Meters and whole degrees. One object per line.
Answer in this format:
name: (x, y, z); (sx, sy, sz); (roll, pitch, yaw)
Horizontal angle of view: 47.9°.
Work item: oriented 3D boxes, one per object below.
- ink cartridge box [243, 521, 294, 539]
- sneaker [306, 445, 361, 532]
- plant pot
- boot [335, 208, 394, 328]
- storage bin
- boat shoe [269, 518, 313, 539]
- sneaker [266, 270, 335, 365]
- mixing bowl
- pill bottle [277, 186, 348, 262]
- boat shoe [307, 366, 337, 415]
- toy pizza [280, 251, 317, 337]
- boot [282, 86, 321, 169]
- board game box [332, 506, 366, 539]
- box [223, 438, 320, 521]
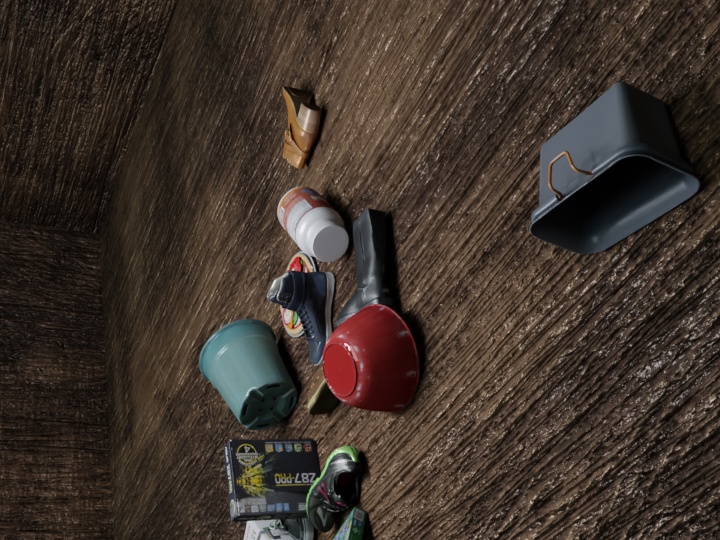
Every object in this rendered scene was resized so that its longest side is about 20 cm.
ink cartridge box: (-0.193, 0.650, 1.791); (0.200, 0.083, 0.148); (26, 106, 60)
sneaker: (-0.051, 0.439, 1.587); (0.084, 0.076, 0.202); (-123, 46, -55)
plant pot: (-0.253, 0.253, 1.898); (0.196, 0.198, 0.202); (51, 128, 44)
boot: (0.001, 0.000, 1.600); (0.164, 0.065, 0.203); (-30, 60, 46)
storage bin: (0.301, -0.134, 1.022); (0.200, 0.144, 0.136); (-42, 38, 50)
boat shoe: (-0.163, 0.537, 1.778); (0.199, 0.067, 0.074); (44, 122, 56)
sneaker: (-0.133, 0.099, 1.745); (0.077, 0.145, 0.205); (-9, 77, 58)
mixing bowl: (0.002, 0.169, 1.463); (0.199, 0.108, 0.203); (12, 106, 47)
pill bottle: (-0.100, -0.098, 1.763); (0.200, 0.111, 0.113); (47, 124, 54)
boat shoe: (-0.062, 0.222, 1.661); (0.201, 0.071, 0.068); (-56, 40, 44)
toy pizza: (-0.153, 0.055, 1.907); (0.200, 0.031, 0.203); (-22, 64, 58)
boot: (-0.161, -0.353, 1.977); (0.201, 0.073, 0.156); (-120, 42, -52)
board game box: (-0.041, 0.556, 1.496); (0.135, 0.029, 0.201); (-61, 7, 33)
box: (-0.181, 0.436, 1.697); (0.049, 0.198, 0.163); (-49, 43, 48)
